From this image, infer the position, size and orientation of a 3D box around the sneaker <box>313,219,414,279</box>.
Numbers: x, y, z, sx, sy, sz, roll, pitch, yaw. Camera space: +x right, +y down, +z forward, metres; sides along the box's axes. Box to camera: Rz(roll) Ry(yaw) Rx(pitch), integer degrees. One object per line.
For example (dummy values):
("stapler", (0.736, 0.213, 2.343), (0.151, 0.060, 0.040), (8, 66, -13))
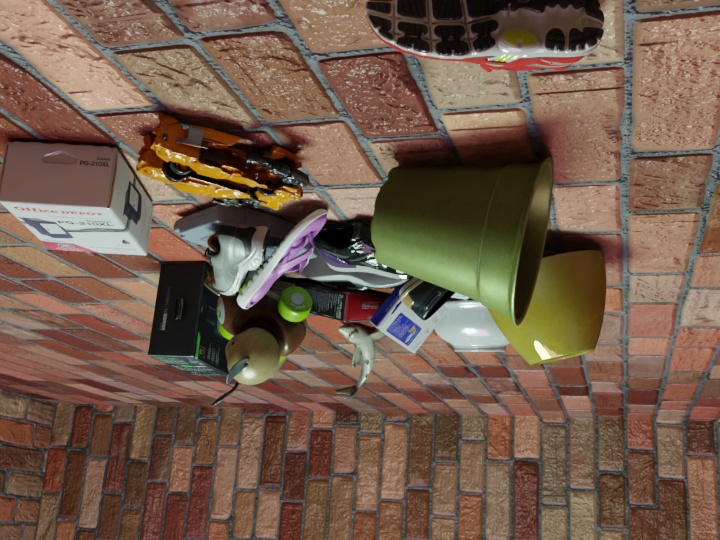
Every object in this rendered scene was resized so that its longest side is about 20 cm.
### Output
("sneaker", (0.025, -0.036, 1.275), (0.198, 0.076, 0.088), (-2, 156, 20))

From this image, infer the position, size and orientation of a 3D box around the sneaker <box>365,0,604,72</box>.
("sneaker", (0.100, -0.194, 0.724), (0.198, 0.078, 0.085), (6, 169, -5))

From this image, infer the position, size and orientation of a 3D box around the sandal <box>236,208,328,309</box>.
("sandal", (-0.103, -0.010, 1.267), (0.203, 0.050, 0.082), (-47, 174, 25))

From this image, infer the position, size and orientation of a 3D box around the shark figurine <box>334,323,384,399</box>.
("shark figurine", (-0.005, 0.189, 1.986), (0.127, 0.216, 0.089), (-19, -143, -28))

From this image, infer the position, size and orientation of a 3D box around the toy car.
("toy car", (-0.187, 0.122, 1.392), (0.157, 0.201, 0.165), (28, 139, 0))

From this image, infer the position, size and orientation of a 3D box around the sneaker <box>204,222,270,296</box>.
("sneaker", (-0.193, -0.023, 1.268), (0.079, 0.074, 0.200), (19, 154, -15))

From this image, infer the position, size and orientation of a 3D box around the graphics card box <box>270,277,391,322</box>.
("graphics card box", (-0.051, 0.048, 1.480), (0.199, 0.051, 0.125), (9, -175, 44))

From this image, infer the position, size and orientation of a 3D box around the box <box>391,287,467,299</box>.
("box", (0.145, -0.003, 1.409), (0.155, 0.042, 0.200), (9, 164, -17))

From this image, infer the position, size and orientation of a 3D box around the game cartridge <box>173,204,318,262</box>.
("game cartridge", (-0.167, -0.053, 1.325), (0.133, 0.042, 0.199), (-17, 153, 41))

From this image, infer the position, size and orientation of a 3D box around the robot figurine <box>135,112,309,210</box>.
("robot figurine", (-0.160, -0.125, 1.041), (0.199, 0.059, 0.145), (13, 162, -26))

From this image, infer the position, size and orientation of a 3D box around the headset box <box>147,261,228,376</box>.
("headset box", (-0.303, 0.092, 1.596), (0.092, 0.175, 0.200), (0, 162, 15))

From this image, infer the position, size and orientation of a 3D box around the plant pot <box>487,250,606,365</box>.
("plant pot", (0.294, 0.066, 1.337), (0.198, 0.143, 0.200), (-11, 169, -2))

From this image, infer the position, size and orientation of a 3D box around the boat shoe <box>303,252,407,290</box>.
("boat shoe", (0.000, 0.000, 1.397), (0.199, 0.072, 0.068), (-1, 161, 26))

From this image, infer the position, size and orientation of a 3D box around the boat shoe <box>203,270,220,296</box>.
("boat shoe", (-0.186, 0.034, 1.545), (0.200, 0.068, 0.072), (28, -176, -44))

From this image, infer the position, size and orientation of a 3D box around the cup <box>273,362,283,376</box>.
("cup", (-0.227, 0.148, 1.822), (0.199, 0.144, 0.200), (4, 163, 1))

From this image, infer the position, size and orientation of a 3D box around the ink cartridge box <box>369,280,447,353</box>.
("ink cartridge box", (0.077, 0.069, 1.427), (0.039, 0.100, 0.200), (39, 179, 26))

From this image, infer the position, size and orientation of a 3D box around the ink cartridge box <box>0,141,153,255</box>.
("ink cartridge box", (-0.373, -0.091, 1.155), (0.144, 0.085, 0.200), (3, 164, 1))

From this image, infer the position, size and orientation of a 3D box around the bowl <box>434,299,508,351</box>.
("bowl", (0.221, 0.105, 1.601), (0.199, 0.091, 0.201), (-1, 175, 0))

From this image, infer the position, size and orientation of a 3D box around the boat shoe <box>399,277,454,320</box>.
("boat shoe", (0.151, 0.003, 1.256), (0.199, 0.062, 0.075), (-34, 161, 2))

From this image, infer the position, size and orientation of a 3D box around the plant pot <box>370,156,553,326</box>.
("plant pot", (0.119, -0.052, 1.047), (0.189, 0.201, 0.200), (13, 167, 19))
